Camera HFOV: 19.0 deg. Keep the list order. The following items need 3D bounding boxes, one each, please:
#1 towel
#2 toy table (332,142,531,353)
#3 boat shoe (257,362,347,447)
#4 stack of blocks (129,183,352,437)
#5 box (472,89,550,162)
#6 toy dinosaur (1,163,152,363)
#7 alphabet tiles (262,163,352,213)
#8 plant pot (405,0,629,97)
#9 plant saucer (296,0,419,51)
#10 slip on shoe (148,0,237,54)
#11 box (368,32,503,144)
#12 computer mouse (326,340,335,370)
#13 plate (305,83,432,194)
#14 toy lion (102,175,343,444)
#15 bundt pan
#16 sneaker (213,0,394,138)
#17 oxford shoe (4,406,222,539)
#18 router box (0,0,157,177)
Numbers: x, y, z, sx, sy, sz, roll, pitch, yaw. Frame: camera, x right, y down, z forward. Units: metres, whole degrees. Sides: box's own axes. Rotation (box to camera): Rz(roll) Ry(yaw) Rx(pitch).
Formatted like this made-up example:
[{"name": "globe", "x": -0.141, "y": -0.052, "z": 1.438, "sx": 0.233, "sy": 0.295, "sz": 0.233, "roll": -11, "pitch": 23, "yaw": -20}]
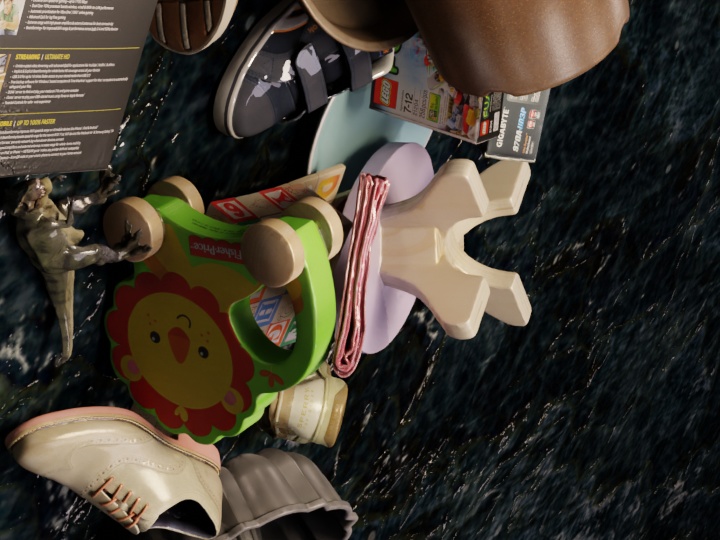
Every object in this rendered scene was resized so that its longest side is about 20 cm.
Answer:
[{"name": "towel", "x": 0.000, "y": 0.000, "z": 1.600, "sx": 0.200, "sy": 0.023, "sz": 0.145, "roll": -80, "pitch": 179, "yaw": -88}, {"name": "toy table", "x": 0.062, "y": -0.019, "z": 1.762, "sx": 0.184, "sy": 0.116, "sz": 0.201, "roll": 53, "pitch": 45, "yaw": -52}, {"name": "boat shoe", "x": -0.061, "y": 0.108, "z": 1.797, "sx": 0.201, "sy": 0.063, "sz": 0.074, "roll": -159, "pitch": -97, "yaw": -78}, {"name": "stack of blocks", "x": -0.094, "y": 0.037, "z": 1.686, "sx": 0.115, "sy": 0.058, "sz": 0.201, "roll": -15, "pitch": 136, "yaw": -52}, {"name": "box", "x": 0.122, "y": -0.205, "z": 1.762, "sx": 0.159, "sy": 0.046, "sz": 0.202, "roll": -122, "pitch": -139, "yaw": -68}, {"name": "toy dinosaur", "x": -0.196, "y": -0.022, "z": 1.485, "sx": 0.088, "sy": 0.047, "sz": 0.201, "roll": -35, "pitch": 148, "yaw": -18}, {"name": "alphabet tiles", "x": -0.078, "y": -0.002, "z": 1.738, "sx": 0.199, "sy": 0.006, "sz": 0.167, "roll": -23, "pitch": 142, "yaw": -46}, {"name": "plant pot", "x": 0.095, "y": -0.243, "z": 1.512, "sx": 0.200, "sy": 0.199, "sz": 0.199, "roll": -46, "pitch": 134, "yaw": -29}, {"name": "plant saucer", "x": 0.000, "y": -0.259, "z": 1.553, "sx": 0.199, "sy": 0.029, "sz": 0.202, "roll": -4, "pitch": 96, "yaw": -49}, {"name": "slip on shoe", "x": -0.104, "y": -0.239, "z": 1.414, "sx": 0.061, "sy": 0.075, "sz": 0.201, "roll": -49, "pitch": 149, "yaw": -50}, {"name": "box", "x": 0.067, "y": -0.211, "z": 1.679, "sx": 0.035, "sy": 0.109, "sz": 0.202, "roll": -22, "pitch": 124, "yaw": -49}, {"name": "computer mouse", "x": 0.006, "y": 0.010, "z": 1.832, "sx": 0.140, "sy": 0.046, "sz": 0.201, "roll": -41, "pitch": 152, "yaw": -19}, {"name": "plate", "x": 0.007, "y": -0.123, "z": 1.794, "sx": 0.200, "sy": 0.025, "sz": 0.201, "roll": -44, "pitch": 151, "yaw": -33}, {"name": "toy lion", "x": -0.103, "y": 0.037, "z": 1.555, "sx": 0.069, "sy": 0.199, "sz": 0.193, "roll": -32, "pitch": 123, "yaw": -49}, {"name": "bundt pan", "x": -0.107, "y": 0.216, "z": 1.777, "sx": 0.201, "sy": 0.076, "sz": 0.202, "roll": -24, "pitch": 156, "yaw": -11}, {"name": "sneaker", "x": -0.026, "y": -0.169, "z": 1.622, "sx": 0.200, "sy": 0.079, "sz": 0.079, "roll": -51, "pitch": 154, "yaw": -20}, {"name": "oxford shoe", "x": -0.176, "y": 0.154, "z": 1.604, "sx": 0.199, "sy": 0.074, "sz": 0.071, "roll": 17, "pitch": 136, "yaw": -41}, {"name": "router box", "x": -0.211, "y": -0.134, "z": 1.329, "sx": 0.200, "sy": 0.051, "sz": 0.150, "roll": -9, "pitch": 122, "yaw": -60}]
